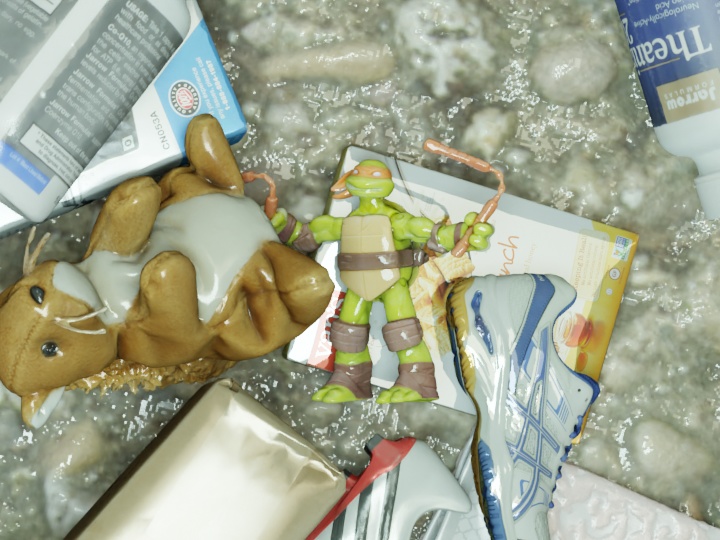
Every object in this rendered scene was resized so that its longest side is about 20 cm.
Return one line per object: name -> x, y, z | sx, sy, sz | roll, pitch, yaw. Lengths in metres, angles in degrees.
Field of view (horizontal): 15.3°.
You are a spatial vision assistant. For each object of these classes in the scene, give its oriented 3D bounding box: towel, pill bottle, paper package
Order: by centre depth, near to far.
pill bottle -> -0.171, -0.138, 1.564 | 0.114, 0.114, 0.200 | 38, 84, -5
paper package -> -0.115, 0.169, 1.612 | 0.103, 0.191, 0.200 | 42, 83, -2
pill bottle -> 0.229, -0.139, 1.704 | 0.111, 0.111, 0.201 | -18, 91, -8
towel -> 0.117, 0.223, 1.723 | 0.191, 0.032, 0.200 | 25, 87, -7

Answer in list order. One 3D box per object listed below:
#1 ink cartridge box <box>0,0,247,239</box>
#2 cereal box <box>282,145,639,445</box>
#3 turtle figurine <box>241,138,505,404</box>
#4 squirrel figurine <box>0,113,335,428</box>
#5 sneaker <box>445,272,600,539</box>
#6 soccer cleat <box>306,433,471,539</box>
ink cartridge box -> -0.190, -0.112, 1.660 | 0.199, 0.084, 0.145 | -23, 92, -7
cereal box -> 0.064, 0.016, 1.714 | 0.199, 0.040, 0.144 | 16, 88, -7
turtle figurine -> 0.000, 0.000, 1.655 | 0.199, 0.064, 0.162 | 0, 93, 21
squirrel figurine -> -0.141, 0.029, 1.604 | 0.186, 0.200, 0.142 | -28, 75, -23
sneaker -> 0.111, 0.099, 1.665 | 0.088, 0.075, 0.201 | -9, 95, -5
soccer cleat -> -0.013, 0.193, 1.681 | 0.085, 0.069, 0.200 | 40, 87, 5
